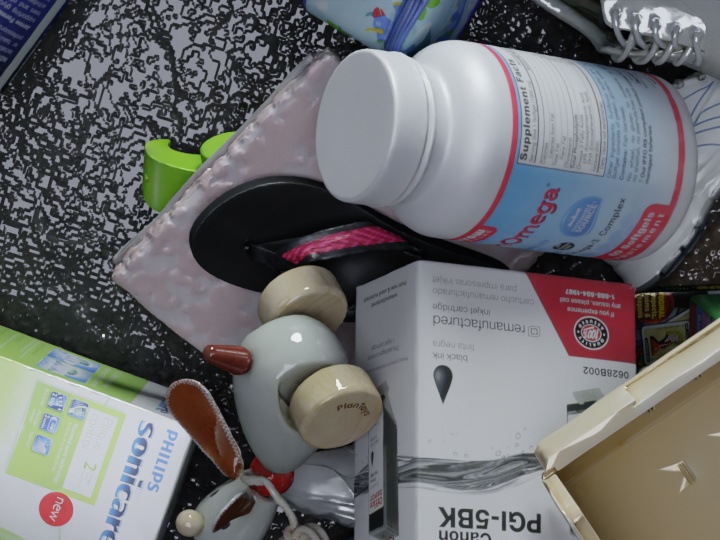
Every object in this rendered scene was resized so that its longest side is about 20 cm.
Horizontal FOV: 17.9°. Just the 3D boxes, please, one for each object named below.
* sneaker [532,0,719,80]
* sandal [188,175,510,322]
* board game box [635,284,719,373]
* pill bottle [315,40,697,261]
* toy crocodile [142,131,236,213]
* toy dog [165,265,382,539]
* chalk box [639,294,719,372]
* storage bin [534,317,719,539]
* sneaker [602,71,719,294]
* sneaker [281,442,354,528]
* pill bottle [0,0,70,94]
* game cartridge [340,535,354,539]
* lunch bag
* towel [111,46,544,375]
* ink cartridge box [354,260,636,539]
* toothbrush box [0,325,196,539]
[{"bbox_3d":[0.171,-0.141,1.305,0.200,0.071,0.073,30,145,34],"label":"sneaker"},{"bbox_3d":[0.000,0.000,1.315,0.199,0.045,0.075,16,119,-13],"label":"sandal"},{"bbox_3d":[0.210,0.109,1.401,0.104,0.023,0.201,-3,97,0],"label":"board game box"},{"bbox_3d":[0.080,-0.067,1.263,0.199,0.109,0.109,6,99,-31],"label":"pill bottle"},{"bbox_3d":[-0.034,-0.059,1.377,0.199,0.062,0.068,-7,121,2],"label":"toy crocodile"},{"bbox_3d":[-0.065,0.093,1.281,0.096,0.132,0.201,3,113,-29],"label":"toy dog"},{"bbox_3d":[0.255,0.082,1.314,0.199,0.124,0.126,0,100,-3],"label":"chalk box"},{"bbox_3d":[0.225,0.128,1.194,0.200,0.094,0.199,-34,100,1],"label":"storage bin"},{"bbox_3d":[0.197,-0.084,1.354,0.087,0.075,0.200,38,96,7],"label":"sneaker"},{"bbox_3d":[0.043,0.106,1.392,0.199,0.078,0.100,-2,91,-6],"label":"sneaker"},{"bbox_3d":[-0.235,-0.167,1.342,0.116,0.116,0.200,37,97,-2],"label":"pill bottle"},{"bbox_3d":[0.072,0.222,1.368,0.200,0.133,0.042,38,75,-8],"label":"game cartridge"},{"bbox_3d":[0.052,-0.219,1.297,0.082,0.161,0.201,30,101,7],"label":"lunch bag"},{"bbox_3d":[-0.017,-0.011,1.352,0.191,0.032,0.200,38,111,-22],"label":"towel"},{"bbox_3d":[0.077,0.105,1.272,0.146,0.083,0.201,6,76,-25],"label":"ink cartridge box"},{"bbox_3d":[-0.211,0.120,1.395,0.199,0.086,0.146,21,98,-1],"label":"toothbrush box"}]
